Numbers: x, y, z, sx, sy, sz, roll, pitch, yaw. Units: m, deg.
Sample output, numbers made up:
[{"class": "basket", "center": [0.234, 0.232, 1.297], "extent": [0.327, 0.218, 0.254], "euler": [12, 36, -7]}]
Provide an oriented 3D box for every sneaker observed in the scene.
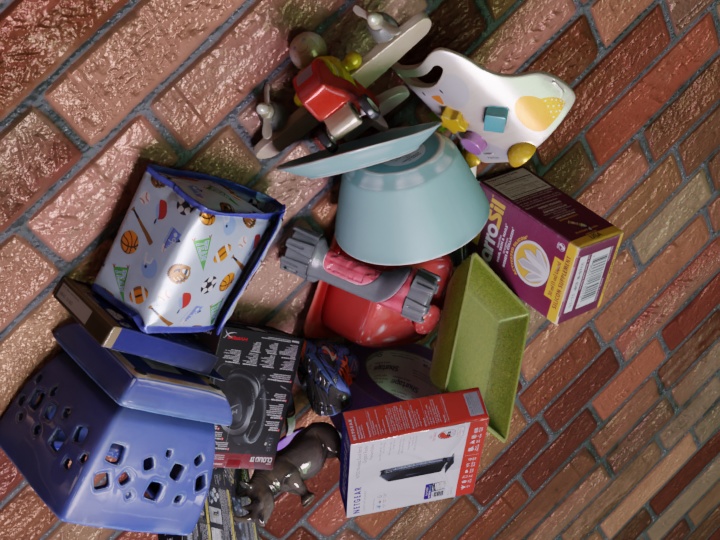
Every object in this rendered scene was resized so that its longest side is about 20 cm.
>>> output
[{"class": "sneaker", "center": [-0.037, 0.131, 1.630], "extent": [0.078, 0.200, 0.076], "euler": [-9, 109, -10]}]

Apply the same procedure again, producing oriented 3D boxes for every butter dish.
[{"class": "butter dish", "center": [0.051, 0.032, 1.668], "extent": [0.199, 0.148, 0.200], "euler": [-4, 124, -41]}]

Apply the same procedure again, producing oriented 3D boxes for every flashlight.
[{"class": "flashlight", "center": [0.000, 0.000, 1.565], "extent": [0.068, 0.199, 0.068], "euler": [99, 17, -67]}]

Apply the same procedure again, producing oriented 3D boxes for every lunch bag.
[{"class": "lunch bag", "center": [-0.183, -0.018, 1.442], "extent": [0.200, 0.124, 0.171], "euler": [5, 118, -60]}]

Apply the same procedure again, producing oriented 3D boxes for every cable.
[{"class": "cable", "center": [0.143, -0.077, 1.707], "extent": [0.050, 0.097, 0.201], "euler": [-4, 125, 10]}]

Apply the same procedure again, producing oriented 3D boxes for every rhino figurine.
[{"class": "rhino figurine", "center": [-0.094, 0.276, 1.659], "extent": [0.200, 0.088, 0.060], "euler": [-34, 164, -28]}]

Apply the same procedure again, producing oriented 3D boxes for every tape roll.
[{"class": "tape roll", "center": [0.059, 0.184, 1.753], "extent": [0.199, 0.200, 0.085], "euler": [-5, 123, -40]}]

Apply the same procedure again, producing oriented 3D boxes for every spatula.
[{"class": "spatula", "center": [-0.101, 0.215, 1.773], "extent": [0.056, 0.021, 0.201], "euler": [-26, 135, -22]}]

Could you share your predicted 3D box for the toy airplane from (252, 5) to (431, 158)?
[{"class": "toy airplane", "center": [-0.026, -0.217, 1.431], "extent": [0.200, 0.141, 0.199], "euler": [-36, 178, -27]}]

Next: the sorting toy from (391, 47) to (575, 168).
[{"class": "sorting toy", "center": [0.125, -0.216, 1.520], "extent": [0.180, 0.200, 0.107], "euler": [33, 76, -27]}]

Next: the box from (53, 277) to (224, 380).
[{"class": "box", "center": [-0.250, 0.070, 1.446], "extent": [0.200, 0.121, 0.033], "euler": [25, 98, -49]}]

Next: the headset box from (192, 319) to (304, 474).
[{"class": "headset box", "center": [-0.169, 0.168, 1.586], "extent": [0.148, 0.077, 0.201], "euler": [11, 94, -46]}]

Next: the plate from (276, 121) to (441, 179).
[{"class": "plate", "center": [0.001, -0.136, 1.432], "extent": [0.199, 0.200, 0.026], "euler": [-20, 101, -30]}]

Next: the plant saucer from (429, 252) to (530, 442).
[{"class": "plant saucer", "center": [0.155, 0.106, 1.665], "extent": [0.200, 0.048, 0.201], "euler": [42, 56, -50]}]

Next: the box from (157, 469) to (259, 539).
[{"class": "box", "center": [-0.202, 0.311, 1.625], "extent": [0.049, 0.201, 0.161], "euler": [-28, 147, 26]}]

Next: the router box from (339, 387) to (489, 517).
[{"class": "router box", "center": [0.065, 0.238, 1.593], "extent": [0.178, 0.049, 0.200], "euler": [-10, 144, -9]}]

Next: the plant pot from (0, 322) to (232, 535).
[{"class": "plant pot", "center": [-0.281, 0.179, 1.454], "extent": [0.199, 0.200, 0.181], "euler": [18, 102, -46]}]

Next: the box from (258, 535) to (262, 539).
[{"class": "box", "center": [-0.181, 0.438, 1.775], "extent": [0.106, 0.152, 0.201], "euler": [-34, 139, -16]}]

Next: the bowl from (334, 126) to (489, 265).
[{"class": "bowl", "center": [0.054, -0.106, 1.534], "extent": [0.200, 0.201, 0.105], "euler": [-30, 127, -21]}]

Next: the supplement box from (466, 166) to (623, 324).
[{"class": "supplement box", "center": [0.254, -0.039, 1.749], "extent": [0.103, 0.200, 0.132], "euler": [-18, 132, -37]}]
